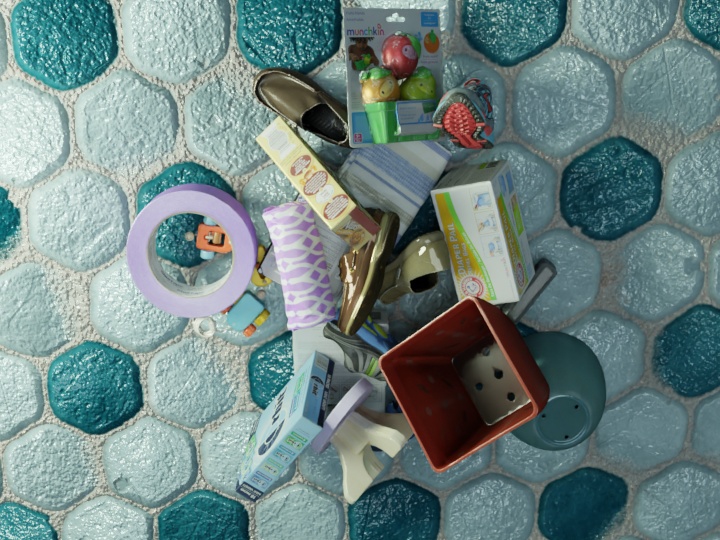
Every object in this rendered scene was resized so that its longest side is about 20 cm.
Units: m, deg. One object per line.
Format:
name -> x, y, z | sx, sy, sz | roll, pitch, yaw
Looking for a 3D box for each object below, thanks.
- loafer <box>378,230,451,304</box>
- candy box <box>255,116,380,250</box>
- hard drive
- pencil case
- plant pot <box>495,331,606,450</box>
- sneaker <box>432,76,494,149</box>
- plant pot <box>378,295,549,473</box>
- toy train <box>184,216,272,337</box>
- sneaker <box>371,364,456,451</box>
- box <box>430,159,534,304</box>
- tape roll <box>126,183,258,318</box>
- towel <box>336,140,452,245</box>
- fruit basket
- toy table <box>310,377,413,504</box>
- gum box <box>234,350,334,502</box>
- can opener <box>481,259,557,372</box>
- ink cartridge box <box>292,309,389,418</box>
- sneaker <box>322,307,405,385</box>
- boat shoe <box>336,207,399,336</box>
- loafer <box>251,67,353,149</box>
loafer -> 0.078, 0.010, 1.593 | 0.075, 0.200, 0.068 | -14, 70, -30
candy box -> -0.063, -0.130, 1.506 | 0.055, 0.115, 0.200 | -42, 66, 6
hard drive -> -0.059, -0.053, 1.605 | 0.139, 0.038, 0.201 | 30, 87, -10
pencil case -> -0.097, -0.009, 1.538 | 0.085, 0.084, 0.202 | -10, 93, 39
plant pot -> 0.323, 0.221, 1.682 | 0.198, 0.135, 0.202 | 0, 108, -1
sneaker -> 0.156, -0.248, 1.506 | 0.078, 0.200, 0.097 | 3, 82, 14
plant pot -> 0.184, 0.170, 1.574 | 0.199, 0.176, 0.201 | -37, 73, 27
toy train -> -0.212, 0.009, 1.645 | 0.148, 0.056, 0.202 | 4, 105, -1
sneaker -> 0.083, 0.229, 1.712 | 0.199, 0.074, 0.083 | -37, 110, 1
box -> 0.196, -0.057, 1.586 | 0.100, 0.113, 0.202 | -7, 111, 27
tape roll -> -0.261, -0.031, 1.573 | 0.198, 0.066, 0.202 | 0, 104, -1
towel -> 0.039, -0.143, 1.589 | 0.146, 0.024, 0.201 | 32, 88, -12
fruit basket -> 0.058, -0.289, 1.503 | 0.184, 0.093, 0.202 | -8, 105, -35
toy table -> 0.003, 0.268, 1.614 | 0.117, 0.200, 0.184 | 40, 71, 8
gum box -> -0.122, 0.253, 1.640 | 0.044, 0.170, 0.200 | 32, 119, -14
can opener -> 0.265, 0.073, 1.675 | 0.066, 0.053, 0.201 | 32, 102, -1
ink cartridge box -> -0.035, 0.158, 1.709 | 0.161, 0.057, 0.202 | 0, 126, -2
sneaker -> 0.017, 0.140, 1.637 | 0.082, 0.071, 0.200 | -36, 110, 25
boat shoe -> 0.000, 0.000, 1.557 | 0.067, 0.072, 0.202 | 18, 91, 17
loafer -> -0.080, -0.251, 1.537 | 0.199, 0.071, 0.074 | 27, 106, 8
